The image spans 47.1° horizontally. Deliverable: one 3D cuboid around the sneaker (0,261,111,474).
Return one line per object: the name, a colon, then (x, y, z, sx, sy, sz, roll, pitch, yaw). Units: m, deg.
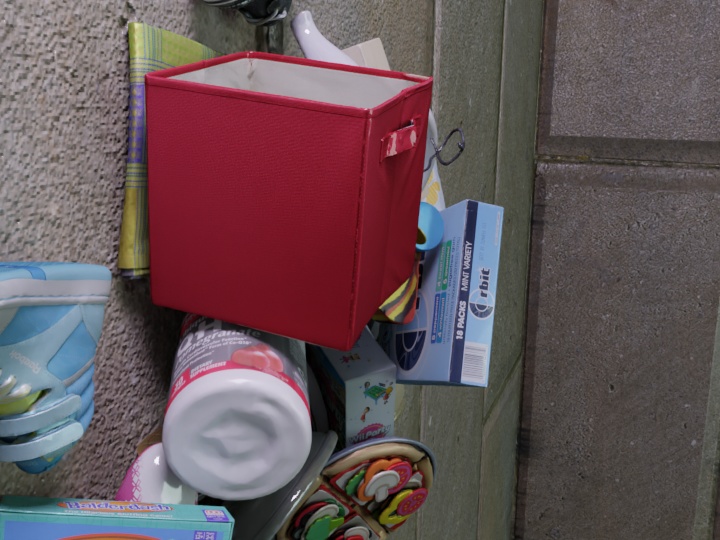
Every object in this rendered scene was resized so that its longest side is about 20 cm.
sneaker: (-0.213, 0.062, 0.471, 0.200, 0.079, 0.132, -5, 99, -70)

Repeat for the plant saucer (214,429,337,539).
plant saucer: (-0.102, 0.220, 0.785, 0.201, 0.050, 0.200, -50, 180, -1)

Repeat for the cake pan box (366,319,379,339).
cake pan box: (-0.012, 0.016, 1.079, 0.201, 0.052, 0.186, 66, 37, -55)

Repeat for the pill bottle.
pill bottle: (-0.099, 0.082, 0.682, 0.200, 0.110, 0.112, -104, -172, -63)

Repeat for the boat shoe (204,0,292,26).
boat shoe: (-0.086, -0.261, 0.758, 0.200, 0.071, 0.072, -58, 144, -56)

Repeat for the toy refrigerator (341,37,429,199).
toy refrigerator: (0.014, -0.170, 1.004, 0.076, 0.069, 0.202, -46, 120, -61)

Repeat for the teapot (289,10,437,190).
teapot: (-0.024, -0.132, 0.876, 0.197, 0.146, 0.201, 17, 110, -51)

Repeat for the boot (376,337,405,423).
boot: (0.038, 0.125, 1.223, 0.156, 0.072, 0.201, 84, 11, -46)

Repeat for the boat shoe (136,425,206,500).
boat shoe: (-0.131, 0.159, 0.758, 0.200, 0.073, 0.066, -18, 117, -59)

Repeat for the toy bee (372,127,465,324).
toy bee: (0.020, -0.055, 0.800, 0.108, 0.131, 0.202, 20, 58, -24)

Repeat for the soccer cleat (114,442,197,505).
soccer cleat: (-0.156, 0.234, 0.617, 0.069, 0.086, 0.202, 18, 85, -37)

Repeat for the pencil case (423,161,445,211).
pencil case: (0.071, -0.109, 1.164, 0.083, 0.090, 0.202, -10, 86, -32)

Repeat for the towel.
towel: (-0.153, -0.090, 0.687, 0.143, 0.023, 0.202, -6, 100, -70)

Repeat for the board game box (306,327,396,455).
board game box: (-0.018, 0.149, 0.934, 0.148, 0.064, 0.202, -129, -148, -50)

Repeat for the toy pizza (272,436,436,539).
toy pizza: (-0.001, 0.259, 0.894, 0.032, 0.199, 0.201, 55, -14, 43)

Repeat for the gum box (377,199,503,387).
gum box: (0.075, 0.032, 0.850, 0.200, 0.044, 0.172, 160, -62, -69)

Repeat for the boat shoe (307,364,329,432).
boat shoe: (-0.079, 0.187, 0.922, 0.066, 0.070, 0.202, -20, 127, -27)

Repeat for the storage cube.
storage cube: (-0.054, -0.067, 0.662, 0.171, 0.198, 0.182, -45, 143, -62)

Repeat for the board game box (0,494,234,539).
board game box: (-0.172, 0.256, 0.542, 0.045, 0.151, 0.202, 175, -76, -71)
